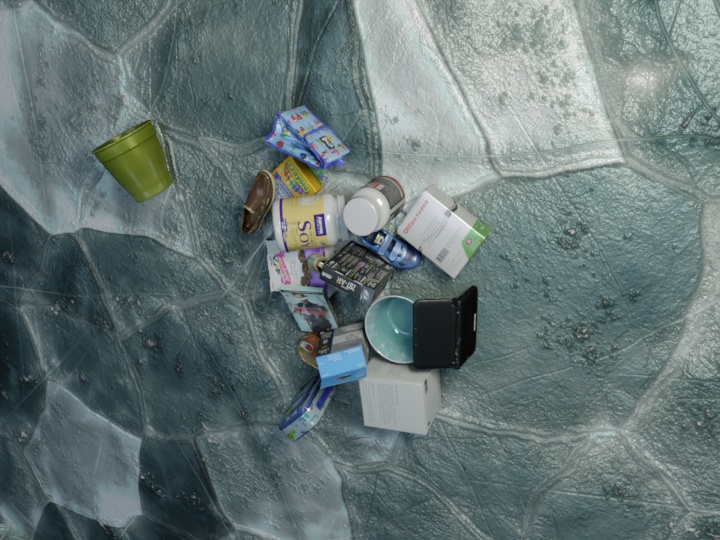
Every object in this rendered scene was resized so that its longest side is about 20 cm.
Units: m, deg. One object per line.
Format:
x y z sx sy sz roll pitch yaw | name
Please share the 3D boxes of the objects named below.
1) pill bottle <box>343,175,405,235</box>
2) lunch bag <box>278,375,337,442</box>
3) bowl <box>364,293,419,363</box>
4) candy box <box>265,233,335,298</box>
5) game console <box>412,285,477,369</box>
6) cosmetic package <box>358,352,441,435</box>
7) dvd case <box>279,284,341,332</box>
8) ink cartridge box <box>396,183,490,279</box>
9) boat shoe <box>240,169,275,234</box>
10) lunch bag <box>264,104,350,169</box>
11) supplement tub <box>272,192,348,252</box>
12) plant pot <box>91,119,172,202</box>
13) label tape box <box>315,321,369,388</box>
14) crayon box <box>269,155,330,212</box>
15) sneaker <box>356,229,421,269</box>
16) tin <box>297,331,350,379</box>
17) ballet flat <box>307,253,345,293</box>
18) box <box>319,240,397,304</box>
0.036 -0.167 1.636 0.113 0.200 0.119 9 114 20 | pill bottle
-0.160 0.420 1.964 0.083 0.201 0.160 45 123 -8 | lunch bag
0.121 0.145 1.779 0.196 0.105 0.206 10 115 21 | bowl
-0.175 -0.017 1.868 0.195 0.072 0.172 5 113 22 | candy box
0.230 0.151 1.702 0.114 0.175 0.205 12 116 31 | game console
0.118 0.347 1.827 0.195 0.165 0.169 3 113 24 | cosmetic package
-0.145 0.119 1.888 0.143 0.022 0.202 4 138 23 | dvd case
0.215 -0.104 1.647 0.199 0.084 0.147 39 121 6 | ink cartridge box
-0.295 -0.186 1.795 0.074 0.075 0.205 29 125 14 | boat shoe
-0.126 -0.333 1.671 0.198 0.150 0.095 37 121 6 | lunch bag
-0.135 -0.133 1.732 0.195 0.146 0.149 -7 110 0 | supplement tub
-0.673 -0.321 1.921 0.196 0.202 0.196 -13 117 28 | plant pot
-0.051 0.238 1.819 0.141 0.201 0.064 -16 115 11 | label tape box
-0.194 -0.243 1.798 0.199 0.052 0.127 -36 93 31 | crayon box
0.072 -0.066 1.719 0.197 0.082 0.075 27 85 10 | sneaker
-0.105 0.267 1.973 0.197 0.042 0.114 30 116 11 | tin
-0.066 0.017 1.783 0.198 0.062 0.069 28 85 -30 | ballet flat
0.000 0.000 1.721 0.158 0.200 0.044 25 120 11 | box
